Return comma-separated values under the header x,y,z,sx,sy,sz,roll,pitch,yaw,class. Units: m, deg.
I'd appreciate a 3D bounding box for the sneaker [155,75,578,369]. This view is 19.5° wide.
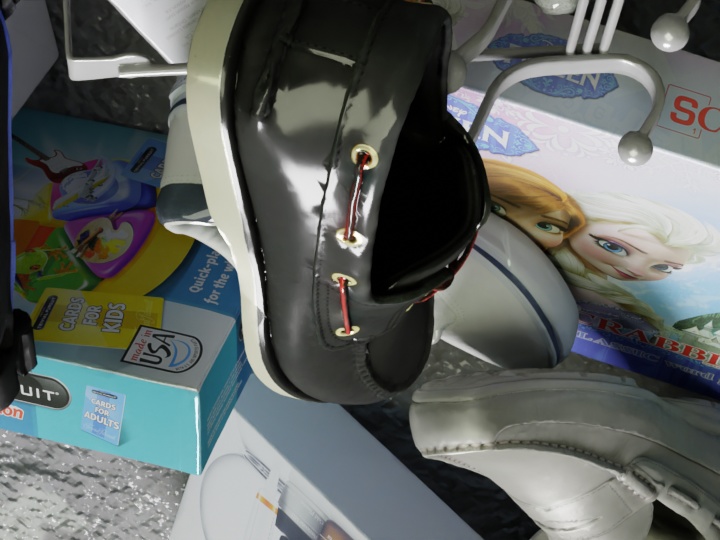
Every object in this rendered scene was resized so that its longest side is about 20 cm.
x,y,z,sx,sy,sz,roll,pitch,yaw,class
0.000,0.000,0.749,0.200,0.071,0.073,33,157,-34,sneaker

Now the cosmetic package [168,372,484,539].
x,y,z,sx,sy,sz,roll,pitch,yaw,class
-0.002,0.161,0.939,0.200,0.052,0.151,41,134,25,cosmetic package

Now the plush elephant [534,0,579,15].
x,y,z,sx,sy,sz,roll,pitch,yaw,class
0.042,-0.158,0.666,0.200,0.164,0.156,35,123,28,plush elephant

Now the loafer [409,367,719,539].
x,y,z,sx,sy,sz,roll,pitch,yaw,class
0.091,0.078,0.801,0.070,0.070,0.199,-5,166,42,loafer

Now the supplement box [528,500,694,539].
x,y,z,sx,sy,sz,roll,pitch,yaw,class
0.102,0.189,0.940,0.126,0.073,0.200,53,133,15,supplement box

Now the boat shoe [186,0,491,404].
x,y,z,sx,sy,sz,roll,pitch,yaw,class
0.002,-0.011,0.595,0.063,0.074,0.202,15,154,15,boat shoe

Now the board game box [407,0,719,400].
x,y,z,sx,sy,sz,roll,pitch,yaw,class
0.082,-0.024,0.774,0.199,0.041,0.200,18,158,7,board game box

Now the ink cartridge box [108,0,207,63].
x,y,z,sx,sy,sz,roll,pitch,yaw,class
-0.065,-0.111,0.745,0.037,0.095,0.200,-28,140,11,ink cartridge box

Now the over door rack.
x,y,z,sx,sy,sz,roll,pitch,yaw,class
0.000,-0.084,0.605,0.199,0.067,0.148,8,153,1,over door rack

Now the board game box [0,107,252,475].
x,y,z,sx,sy,sz,roll,pitch,yaw,class
-0.134,-0.003,0.855,0.199,0.151,0.047,12,129,11,board game box

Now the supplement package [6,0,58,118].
x,y,z,sx,sy,sz,roll,pitch,yaw,class
-0.243,-0.108,0.832,0.199,0.122,0.120,3,127,18,supplement package

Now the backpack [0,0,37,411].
x,y,z,sx,sy,sz,roll,pitch,yaw,class
-0.231,-0.019,0.711,0.199,0.147,0.184,9,114,18,backpack
